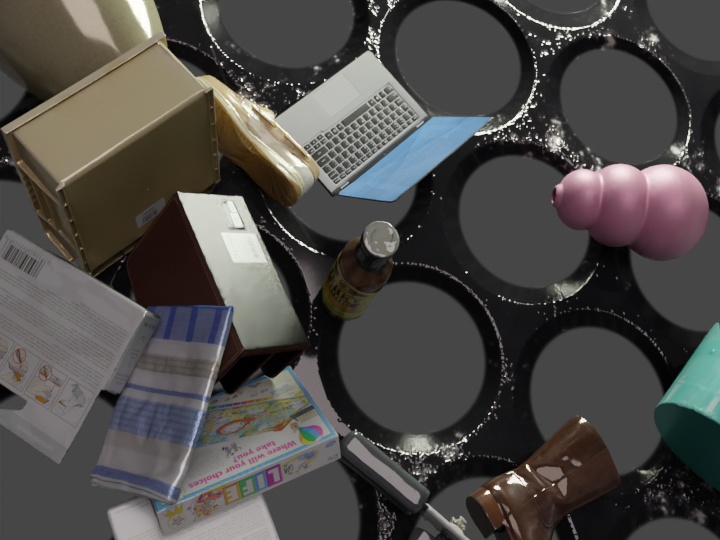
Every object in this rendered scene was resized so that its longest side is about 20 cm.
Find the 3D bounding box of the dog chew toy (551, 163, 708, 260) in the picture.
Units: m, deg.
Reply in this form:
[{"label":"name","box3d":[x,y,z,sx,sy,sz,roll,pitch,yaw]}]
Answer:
[{"label":"dog chew toy","box3d":[0.349,-0.083,1.180,0.196,0.125,0.127,8,68,-3]}]

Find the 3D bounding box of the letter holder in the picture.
[{"label":"letter holder","box3d":[-0.168,0.038,1.009,0.100,0.142,0.202,-1,57,-48]}]

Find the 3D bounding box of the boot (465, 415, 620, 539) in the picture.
[{"label":"boot","box3d":[0.246,0.290,1.048,0.198,0.064,0.188,-26,77,-26]}]

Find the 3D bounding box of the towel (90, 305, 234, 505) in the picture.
[{"label":"towel","box3d":[-0.203,0.129,0.910,0.024,0.145,0.204,30,68,-42]}]

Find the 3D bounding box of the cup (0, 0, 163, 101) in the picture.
[{"label":"cup","box3d":[-0.299,-0.251,1.013,0.199,0.201,0.144,-38,78,-23]}]

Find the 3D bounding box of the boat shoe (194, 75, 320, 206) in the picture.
[{"label":"boat shoe","box3d":[-0.131,-0.168,1.111,0.200,0.074,0.069,47,54,4]}]

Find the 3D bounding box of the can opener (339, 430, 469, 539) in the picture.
[{"label":"can opener","box3d":[0.049,0.262,1.007,0.200,0.053,0.067,43,67,4]}]

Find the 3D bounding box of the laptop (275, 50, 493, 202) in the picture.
[{"label":"laptop","box3d":[0.023,-0.188,1.129,0.187,0.116,0.201,-39,84,-24]}]

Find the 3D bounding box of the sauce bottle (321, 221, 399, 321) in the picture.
[{"label":"sauce bottle","box3d":[0.000,0.000,1.009,0.063,0.200,0.066,4,68,-10]}]

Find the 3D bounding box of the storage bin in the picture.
[{"label":"storage bin","box3d":[-0.259,-0.117,0.985,0.094,0.200,0.199,42,65,17]}]

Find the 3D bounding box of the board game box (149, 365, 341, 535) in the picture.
[{"label":"board game box","box3d":[-0.137,0.184,0.953,0.197,0.035,0.134,-19,35,-20]}]

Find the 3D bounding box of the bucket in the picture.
[{"label":"bucket","box3d":[0.463,0.175,1.073,0.207,0.207,0.135,45,76,4]}]

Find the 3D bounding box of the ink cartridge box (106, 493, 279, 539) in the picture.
[{"label":"ink cartridge box","box3d":[-0.159,0.315,0.939,0.158,0.047,0.203,-18,79,-21]}]

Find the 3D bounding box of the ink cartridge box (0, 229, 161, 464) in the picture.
[{"label":"ink cartridge box","box3d":[-0.335,0.078,0.947,0.198,0.044,0.176,27,84,17]}]
